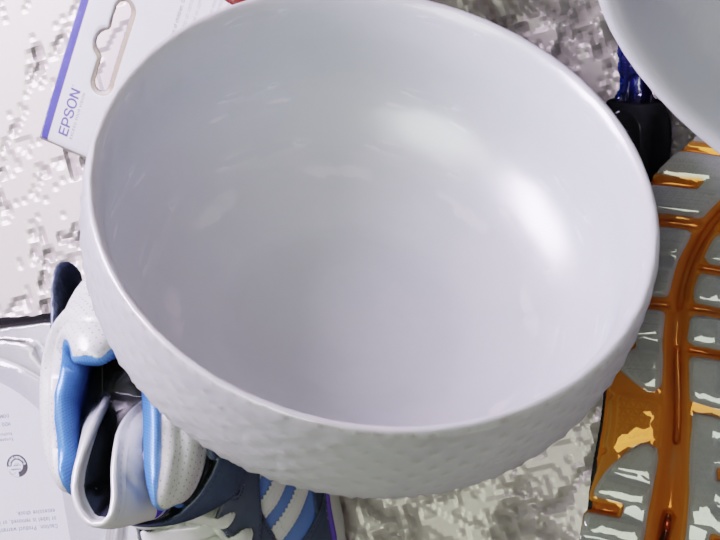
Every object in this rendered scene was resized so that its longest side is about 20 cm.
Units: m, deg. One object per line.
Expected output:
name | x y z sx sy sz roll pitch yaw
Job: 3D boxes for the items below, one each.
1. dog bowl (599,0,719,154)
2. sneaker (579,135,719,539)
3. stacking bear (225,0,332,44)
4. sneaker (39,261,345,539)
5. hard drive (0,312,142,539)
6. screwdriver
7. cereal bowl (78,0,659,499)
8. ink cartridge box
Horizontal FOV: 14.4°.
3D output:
dog bowl | 0.179 -0.088 0.920 0.200 0.200 0.079 26 69 16
sneaker | 0.122 0.041 1.035 0.078 0.077 0.200 15 86 14
stacking bear | 0.006 -0.178 1.023 0.121 0.114 0.200 37 111 12
sneaker | -0.071 0.085 1.062 0.080 0.146 0.200 4 111 24
hard drive | -0.142 0.120 1.168 0.140 0.038 0.200 -7 97 23
screwdriver | 0.100 -0.102 1.045 0.029 0.028 0.200 7 100 50
cereal bowl | 0.000 0.000 0.984 0.200 0.200 0.083 29 142 15
ink cartridge box | -0.020 -0.058 1.093 0.200 0.037 0.095 23 107 14
